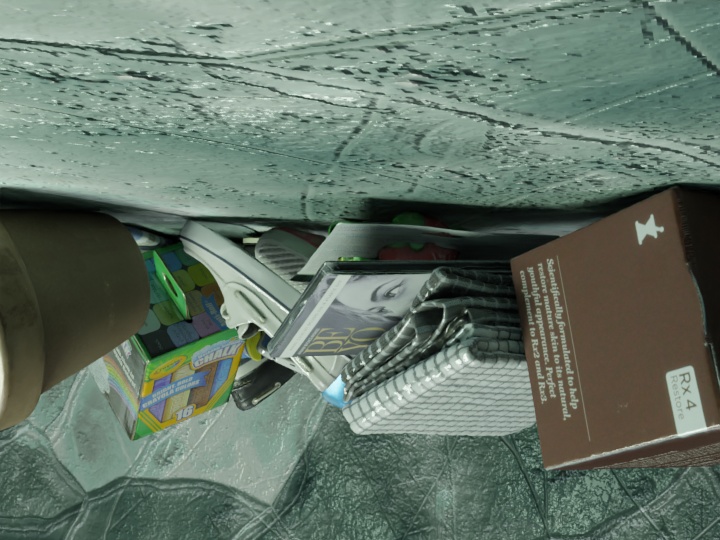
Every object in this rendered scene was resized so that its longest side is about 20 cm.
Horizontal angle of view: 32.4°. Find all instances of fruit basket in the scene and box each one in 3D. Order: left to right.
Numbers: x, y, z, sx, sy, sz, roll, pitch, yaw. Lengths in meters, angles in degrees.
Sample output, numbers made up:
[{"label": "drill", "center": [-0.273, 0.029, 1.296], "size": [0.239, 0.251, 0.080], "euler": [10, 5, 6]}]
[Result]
[{"label": "fruit basket", "center": [0.047, -0.014, 1.050], "size": [0.184, 0.094, 0.200], "euler": [3, 160, -13]}]

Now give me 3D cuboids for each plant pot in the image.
[{"label": "plant pot", "center": [-0.278, 0.021, 1.049], "size": [0.174, 0.202, 0.200], "euler": [-18, -170, -40]}]

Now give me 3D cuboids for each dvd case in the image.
[{"label": "dvd case", "center": [0.039, 0.033, 1.014], "size": [0.199, 0.016, 0.149], "euler": [0, 152, -24]}]

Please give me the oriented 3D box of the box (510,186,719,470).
[{"label": "box", "center": [0.245, 0.051, 0.910], "size": [0.199, 0.167, 0.164], "euler": [6, 160, -37]}]

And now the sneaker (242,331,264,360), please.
[{"label": "sneaker", "center": [-0.135, 0.042, 1.477], "size": [0.082, 0.074, 0.200], "euler": [-5, -160, 15]}]

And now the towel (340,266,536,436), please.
[{"label": "towel", "center": [0.097, 0.071, 1.009], "size": [0.199, 0.086, 0.165], "euler": [5, 150, -36]}]

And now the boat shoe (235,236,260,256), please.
[{"label": "boat shoe", "center": [-0.097, -0.002, 1.286], "size": [0.073, 0.064, 0.201], "euler": [7, 173, -20]}]

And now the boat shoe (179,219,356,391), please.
[{"label": "boat shoe", "center": [-0.092, 0.031, 1.110], "size": [0.200, 0.066, 0.072], "euler": [37, 177, 8]}]

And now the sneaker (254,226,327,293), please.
[{"label": "sneaker", "center": [0.000, 0.000, 1.192], "size": [0.200, 0.105, 0.075], "euler": [30, 141, -4]}]

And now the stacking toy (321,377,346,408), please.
[{"label": "stacking toy", "center": [0.018, 0.070, 1.394], "size": [0.115, 0.110, 0.200], "euler": [19, -156, -15]}]

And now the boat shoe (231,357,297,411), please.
[{"label": "boat shoe", "center": [-0.083, 0.097, 1.496], "size": [0.074, 0.061, 0.200], "euler": [-2, -155, 48]}]

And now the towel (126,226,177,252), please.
[{"label": "towel", "center": [-0.274, -0.027, 1.287], "size": [0.146, 0.024, 0.200], "euler": [1, 175, 9]}]

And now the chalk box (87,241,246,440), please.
[{"label": "chalk box", "center": [-0.198, 0.057, 1.275], "size": [0.123, 0.125, 0.200], "euler": [-20, 151, -31]}]

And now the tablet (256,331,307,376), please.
[{"label": "tablet", "center": [-0.039, 0.064, 1.456], "size": [0.130, 0.014, 0.200], "euler": [24, -148, -2]}]
